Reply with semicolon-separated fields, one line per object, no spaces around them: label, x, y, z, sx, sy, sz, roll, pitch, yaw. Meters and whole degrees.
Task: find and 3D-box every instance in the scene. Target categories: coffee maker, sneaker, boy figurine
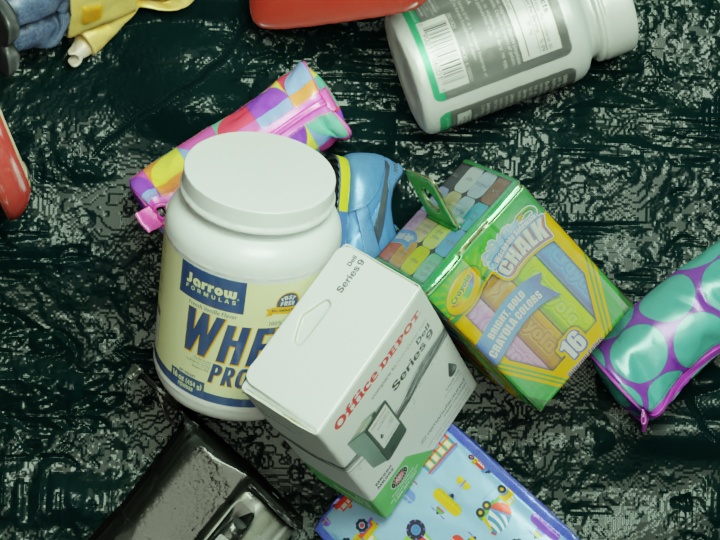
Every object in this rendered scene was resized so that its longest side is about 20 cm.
coffee maker;-0.177;0.225;1.391;0.192;0.135;0.200;41;86;22
sneaker;0.000;0.000;1.424;0.078;0.066;0.203;5;94;-22
boy figurine;-0.228;-0.227;1.401;0.199;0.125;0.065;-23;57;-32

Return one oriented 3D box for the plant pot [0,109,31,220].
plant pot;-0.380;-0.104;1.347;0.181;0.200;0.202;-24;90;-9

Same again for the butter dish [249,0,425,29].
butter dish;0.013;-0.305;1.401;0.198;0.147;0.202;-1;89;39

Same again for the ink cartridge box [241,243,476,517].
ink cartridge box;0.004;0.094;1.338;0.084;0.200;0.147;29;76;28

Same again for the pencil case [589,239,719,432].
pencil case;0.294;0.045;1.424;0.199;0.085;0.093;-37;61;-2

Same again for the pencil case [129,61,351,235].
pencil case;-0.105;-0.095;1.412;0.199;0.088;0.089;-36;90;-4

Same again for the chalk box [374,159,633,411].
chalk box;0.103;-0.003;1.368;0.124;0.124;0.200;-48;112;-3

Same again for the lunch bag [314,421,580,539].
lunch bag;0.067;0.221;1.416;0.200;0.094;0.151;42;89;11

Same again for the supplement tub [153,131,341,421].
supplement tub;-0.092;0.005;1.341;0.143;0.146;0.202;8;124;-2

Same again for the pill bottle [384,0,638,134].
pill bottle;0.129;-0.201;1.411;0.198;0.113;0.114;-20;89;-3
